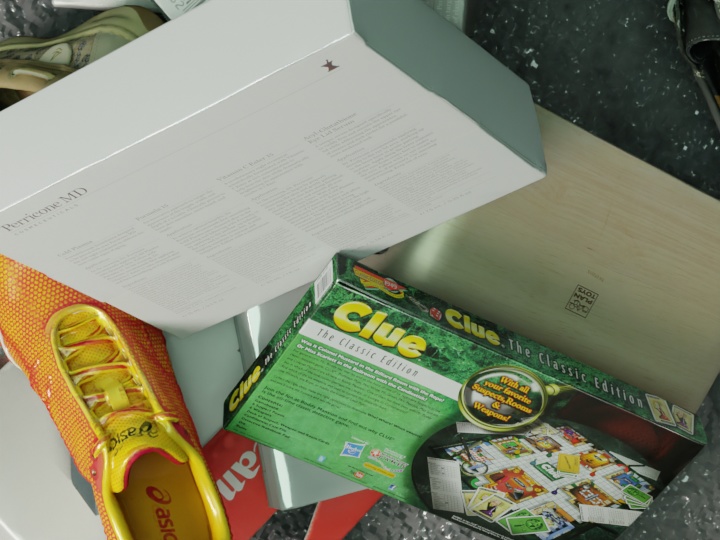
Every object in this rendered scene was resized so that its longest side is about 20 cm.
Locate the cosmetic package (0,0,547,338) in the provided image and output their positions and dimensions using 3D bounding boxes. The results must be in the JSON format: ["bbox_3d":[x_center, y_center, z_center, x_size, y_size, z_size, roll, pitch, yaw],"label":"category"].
[{"bbox_3d":[-0.046,-0.047,0.854,0.199,0.150,0.052,-23,62,26],"label":"cosmetic package"}]

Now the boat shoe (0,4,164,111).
[{"bbox_3d":[-0.155,-0.069,0.954,0.199,0.063,0.074,-21,106,52],"label":"boat shoe"}]

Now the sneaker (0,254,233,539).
[{"bbox_3d":[-0.105,0.058,0.922,0.073,0.077,0.201,-27,84,-17],"label":"sneaker"}]

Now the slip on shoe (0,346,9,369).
[{"bbox_3d":[-0.153,0.066,1.026,0.200,0.061,0.074,43,97,-3],"label":"slip on shoe"}]

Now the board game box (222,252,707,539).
[{"bbox_3d":[0.048,0.069,0.943,0.199,0.024,0.105,25,127,-21],"label":"board game box"}]

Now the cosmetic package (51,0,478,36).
[{"bbox_3d":[-0.041,-0.168,0.973,0.198,0.090,0.108,7,97,7],"label":"cosmetic package"}]

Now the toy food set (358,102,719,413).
[{"bbox_3d":[0.094,0.006,0.979,0.199,0.060,0.144,25,101,-20],"label":"toy food set"}]

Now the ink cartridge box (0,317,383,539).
[{"bbox_3d":[-0.078,0.079,0.988,0.176,0.045,0.200,46,72,-3],"label":"ink cartridge box"}]

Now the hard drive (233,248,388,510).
[{"bbox_3d":[0.000,0.000,0.987,0.131,0.026,0.202,-12,93,-24],"label":"hard drive"}]

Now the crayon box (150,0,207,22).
[{"bbox_3d":[-0.024,-0.193,0.902,0.200,0.051,0.127,-41,90,6],"label":"crayon box"}]

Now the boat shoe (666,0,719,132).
[{"bbox_3d":[0.175,-0.127,0.956,0.072,0.067,0.201,-22,92,50],"label":"boat shoe"}]
